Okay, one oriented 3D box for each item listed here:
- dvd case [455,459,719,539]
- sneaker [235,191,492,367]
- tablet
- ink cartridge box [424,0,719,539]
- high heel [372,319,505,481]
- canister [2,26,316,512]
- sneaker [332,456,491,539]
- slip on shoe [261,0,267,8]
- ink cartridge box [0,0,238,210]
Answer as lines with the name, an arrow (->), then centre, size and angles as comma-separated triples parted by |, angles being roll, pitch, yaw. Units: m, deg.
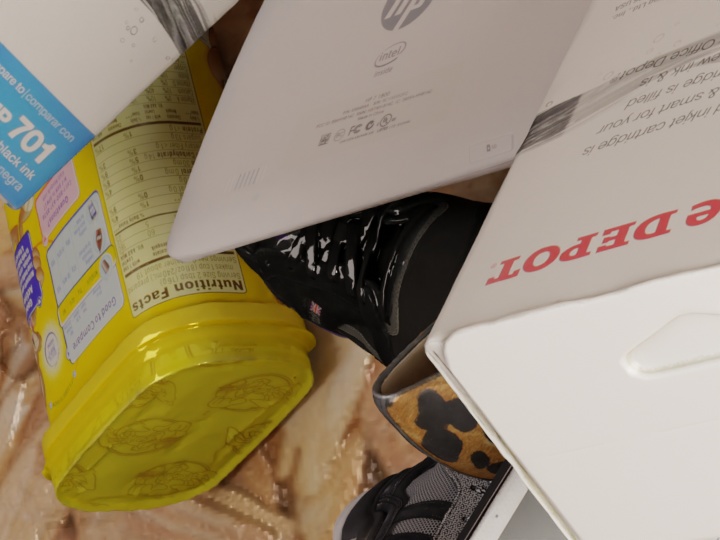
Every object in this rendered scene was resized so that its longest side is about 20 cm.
dvd case -> 0.066, 0.161, 0.730 | 0.201, 0.150, 0.025 | -58, 2, -6
sneaker -> 0.000, 0.000, 0.894 | 0.076, 0.087, 0.200 | -68, 14, -4
tablet -> 0.016, -0.074, 0.854 | 0.199, 0.014, 0.131 | -15, 46, 44
ink cartridge box -> 0.122, -0.033, 0.633 | 0.145, 0.084, 0.200 | -16, 32, 38
high heel -> 0.079, -0.030, 0.774 | 0.071, 0.142, 0.201 | -152, 66, -65
canister -> -0.101, -0.013, 1.116 | 0.149, 0.086, 0.201 | -46, 51, 47
sneaker -> 0.046, 0.095, 0.827 | 0.114, 0.075, 0.200 | -44, 12, 13
slip on shoe -> 0.030, -0.155, 0.938 | 0.061, 0.074, 0.200 | 37, 121, 10
ink cartridge box -> -0.113, -0.143, 1.025 | 0.200, 0.086, 0.146 | -42, 32, 2
